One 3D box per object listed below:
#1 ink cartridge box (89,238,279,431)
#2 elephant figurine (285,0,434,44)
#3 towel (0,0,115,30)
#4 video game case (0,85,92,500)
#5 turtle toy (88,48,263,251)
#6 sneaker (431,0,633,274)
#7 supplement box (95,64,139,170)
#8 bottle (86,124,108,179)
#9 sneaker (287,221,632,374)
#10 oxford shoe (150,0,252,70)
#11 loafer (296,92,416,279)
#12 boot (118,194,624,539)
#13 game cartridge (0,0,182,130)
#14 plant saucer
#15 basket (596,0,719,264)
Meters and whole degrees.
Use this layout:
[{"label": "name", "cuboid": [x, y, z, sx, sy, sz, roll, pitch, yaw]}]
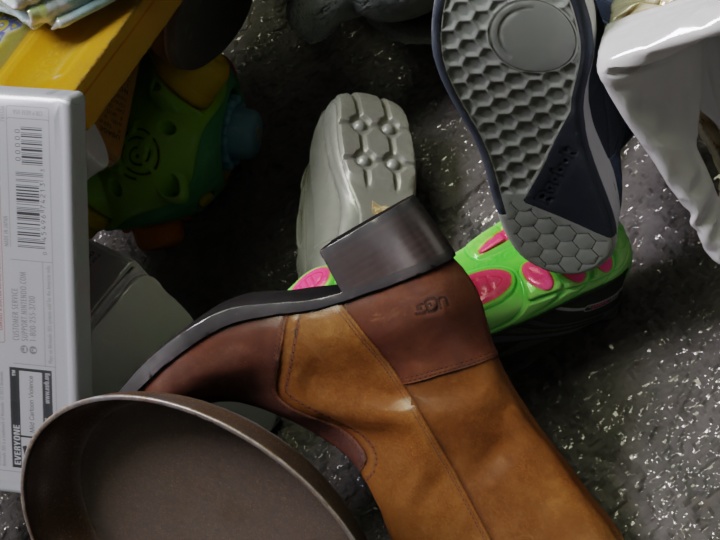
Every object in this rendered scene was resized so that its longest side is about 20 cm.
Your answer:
[{"label": "ink cartridge box", "cuboid": [-0.159, 0.040, 1.455, 0.200, 0.145, 0.084, 24, 71, 48]}, {"label": "elephant figurine", "cuboid": [0.031, -0.187, 1.522, 0.141, 0.200, 0.156, -41, 70, 17]}, {"label": "towel", "cuboid": [-0.137, -0.197, 1.423, 0.200, 0.048, 0.171, -33, 32, -26]}, {"label": "video game case", "cuboid": [-0.218, 0.007, 1.330, 0.181, 0.201, 0.023, 5, 15, 18]}, {"label": "turtle toy", "cuboid": [-0.124, -0.091, 1.578, 0.146, 0.101, 0.200, -47, 36, 15]}, {"label": "sneaker", "cuboid": [0.089, -0.120, 1.263, 0.076, 0.203, 0.147, 2, 46, 17]}, {"label": "supplement box", "cuboid": [-0.161, -0.146, 1.519, 0.066, 0.069, 0.201, -24, 50, 42]}, {"label": "bottle", "cuboid": [-0.224, -0.023, 1.397, 0.199, 0.065, 0.084, -30, 47, 11]}, {"label": "sneaker", "cuboid": [0.042, 0.030, 1.339, 0.199, 0.084, 0.077, -15, 51, 5]}, {"label": "oxford shoe", "cuboid": [-0.093, -0.181, 1.505, 0.071, 0.072, 0.201, 5, 42, 11]}, {"label": "loafer", "cuboid": [0.000, 0.000, 1.437, 0.070, 0.069, 0.201, 123, 154, -51]}, {"label": "boot", "cuboid": [0.001, 0.093, 1.275, 0.188, 0.201, 0.068, -29, 2, 8]}, {"label": "game cartridge", "cuboid": [-0.197, -0.116, 1.408, 0.199, 0.033, 0.177, -5, 36, 29]}, {"label": "plant saucer", "cuboid": [-0.068, 0.131, 1.272, 0.199, 0.201, 0.032, -3, 33, 37]}, {"label": "basket", "cuboid": [0.237, -0.106, 1.232, 0.199, 0.198, 0.161, -17, 41, 27]}]
